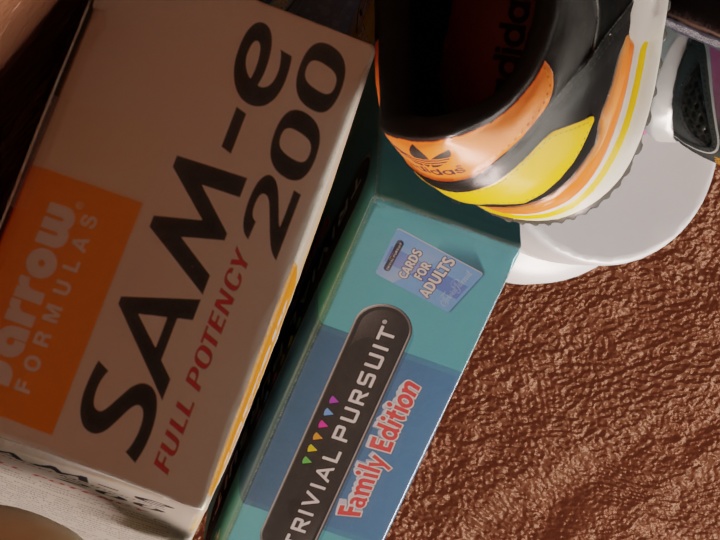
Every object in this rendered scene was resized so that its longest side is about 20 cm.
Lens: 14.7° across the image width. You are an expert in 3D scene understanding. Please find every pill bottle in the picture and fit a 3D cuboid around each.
[{"bbox_3d":[0.050,-0.052,1.112,0.113,0.113,0.200,-52,-160,-13],"label":"pill bottle"}]

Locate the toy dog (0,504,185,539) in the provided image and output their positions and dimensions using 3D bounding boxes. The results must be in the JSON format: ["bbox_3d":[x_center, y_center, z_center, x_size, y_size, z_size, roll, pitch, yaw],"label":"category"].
[{"bbox_3d":[-0.143,0.129,0.702,0.194,0.140,0.200,-45,-174,-37],"label":"toy dog"}]

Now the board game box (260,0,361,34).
[{"bbox_3d":[0.036,-0.151,1.029,0.200,0.034,0.135,-52,177,-3],"label":"board game box"}]

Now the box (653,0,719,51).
[{"bbox_3d":[0.139,-0.159,0.818,0.182,0.104,0.200,10,105,-62],"label":"box"}]

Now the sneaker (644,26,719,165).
[{"bbox_3d":[0.166,-0.120,0.952,0.200,0.086,0.080,-63,160,10],"label":"sneaker"}]

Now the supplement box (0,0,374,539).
[{"bbox_3d":[-0.059,0.009,0.758,0.200,0.073,0.126,118,-8,-77],"label":"supplement box"}]

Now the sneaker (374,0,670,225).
[{"bbox_3d":[0.044,-0.114,0.707,0.090,0.070,0.200,13,83,-64],"label":"sneaker"}]

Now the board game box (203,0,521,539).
[{"bbox_3d":[0.000,0.000,0.884,0.200,0.047,0.151,-86,-163,-62],"label":"board game box"}]
